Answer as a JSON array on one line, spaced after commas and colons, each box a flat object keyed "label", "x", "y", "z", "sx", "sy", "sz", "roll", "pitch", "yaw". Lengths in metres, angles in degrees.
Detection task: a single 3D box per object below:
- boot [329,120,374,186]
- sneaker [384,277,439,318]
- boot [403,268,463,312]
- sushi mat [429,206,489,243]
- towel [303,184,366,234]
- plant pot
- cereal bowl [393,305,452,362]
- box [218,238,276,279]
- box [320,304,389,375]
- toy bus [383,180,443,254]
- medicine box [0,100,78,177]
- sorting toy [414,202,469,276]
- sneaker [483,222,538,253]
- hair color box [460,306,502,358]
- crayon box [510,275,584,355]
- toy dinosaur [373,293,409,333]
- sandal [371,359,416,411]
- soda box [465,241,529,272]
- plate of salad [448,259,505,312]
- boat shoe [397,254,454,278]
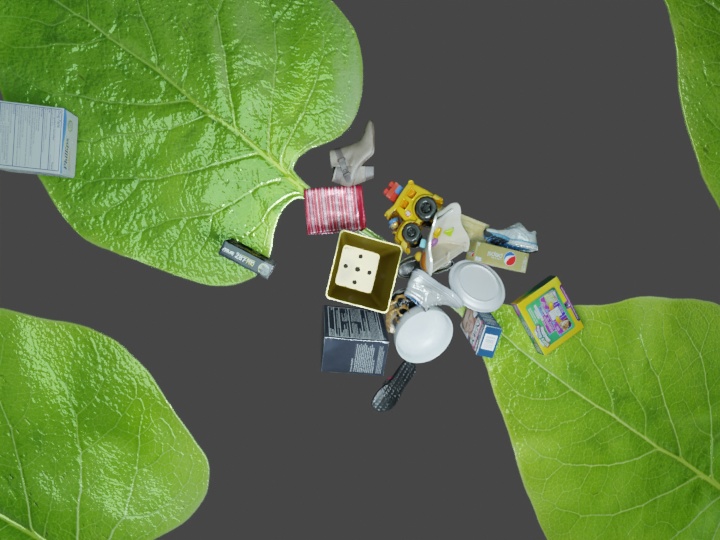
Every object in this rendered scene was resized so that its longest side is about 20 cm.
[{"label": "boot", "x": -0.028, "y": -0.370, "z": 1.675, "sx": 0.141, "sy": 0.070, "sz": 0.208, "roll": -1, "pitch": 92, "yaw": -5}, {"label": "sneaker", "x": 0.164, "y": 0.085, "z": 1.697, "sx": 0.197, "sy": 0.112, "sz": 0.074, "roll": -36, "pitch": 95, "yaw": -5}, {"label": "boot", "x": 0.221, "y": 0.087, "z": 1.624, "sx": 0.197, "sy": 0.073, "sz": 0.097, "roll": 33, "pitch": 77, "yaw": -12}, {"label": "sushi mat", "x": 0.329, "y": -0.137, "z": 1.759, "sx": 0.194, "sy": 0.012, "sz": 0.099, "roll": 20, "pitch": 88, "yaw": -8}, {"label": "towel", "x": -0.081, "y": -0.194, "z": 1.698, "sx": 0.193, "sy": 0.022, "sz": 0.150, "roll": -5, "pitch": 92, "yaw": -7}, {"label": "plant pot", "x": 0.000, "y": 0.000, "z": 1.639, "sx": 0.193, "sy": 0.176, "sz": 0.207, "roll": 14, "pitch": 90, "yaw": -8}, {"label": "cereal bowl", "x": 0.193, "y": 0.191, "z": 1.702, "sx": 0.193, "sy": 0.084, "sz": 0.206, "roll": -9, "pitch": 122, "yaw": -14}, {"label": "box", "x": -0.332, "y": -0.036, "z": 1.582, "sx": 0.158, "sy": 0.200, "sz": 0.050, "roll": 30, "pitch": 90, "yaw": -7}, {"label": "box", "x": -0.026, "y": 0.211, "z": 1.624, "sx": 0.191, "sy": 0.201, "sz": 0.127, "roll": 6, "pitch": 113, "yaw": -7}, {"label": "toy bus", "x": 0.141, "y": -0.183, "z": 1.680, "sx": 0.190, "sy": 0.136, "sz": 0.203, "roll": 35, "pitch": 90, "yaw": 10}, {"label": "medicine box", "x": -0.942, "y": -0.376, "z": 1.536, "sx": 0.193, "sy": 0.103, "sz": 0.189, "roll": 5, "pitch": 92, "yaw": -8}, {"label": "sorting toy", "x": 0.253, "y": -0.113, "z": 1.645, "sx": 0.197, "sy": 0.106, "sz": 0.184, "roll": -30, "pitch": 141, "yaw": -33}, {"label": "sneaker", "x": 0.498, "y": -0.120, "z": 1.760, "sx": 0.193, "sy": 0.075, "sz": 0.090, "roll": 14, "pitch": 74, "yaw": -12}, {"label": "hair color box", "x": 0.377, "y": 0.180, "z": 1.676, "sx": 0.058, "sy": 0.201, "sz": 0.103, "roll": 12, "pitch": 108, "yaw": -8}, {"label": "crayon box", "x": 0.630, "y": 0.151, "z": 1.789, "sx": 0.170, "sy": 0.058, "sz": 0.204, "roll": -32, "pitch": 96, "yaw": -4}, {"label": "toy dinosaur", "x": 0.093, "y": 0.106, "z": 1.637, "sx": 0.103, "sy": 0.202, "sz": 0.062, "roll": -15, "pitch": 124, "yaw": 1}, {"label": "sandal", "x": 0.109, "y": 0.381, "z": 1.743, "sx": 0.075, "sy": 0.045, "sz": 0.200, "roll": 47, "pitch": 72, "yaw": -13}, {"label": "soda box", "x": 0.450, "y": -0.045, "z": 1.743, "sx": 0.193, "sy": 0.068, "sz": 0.066, "roll": 13, "pitch": 91, "yaw": -14}, {"label": "plate of salad", "x": 0.375, "y": 0.053, "z": 1.722, "sx": 0.193, "sy": 0.049, "sz": 0.205, "roll": 9, "pitch": 52, "yaw": -11}, {"label": "boat shoe", "x": 0.211, "y": -0.018, "z": 1.722, "sx": 0.193, "sy": 0.065, "sz": 0.076, "roll": -13, "pitch": 96, "yaw": -6}]
